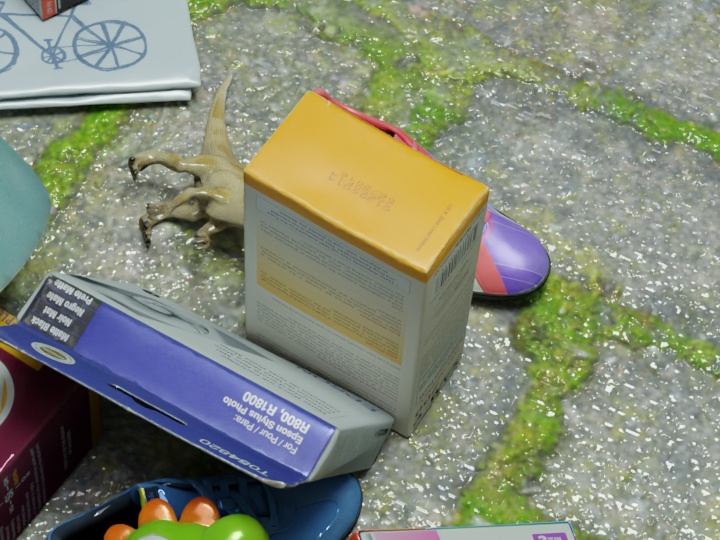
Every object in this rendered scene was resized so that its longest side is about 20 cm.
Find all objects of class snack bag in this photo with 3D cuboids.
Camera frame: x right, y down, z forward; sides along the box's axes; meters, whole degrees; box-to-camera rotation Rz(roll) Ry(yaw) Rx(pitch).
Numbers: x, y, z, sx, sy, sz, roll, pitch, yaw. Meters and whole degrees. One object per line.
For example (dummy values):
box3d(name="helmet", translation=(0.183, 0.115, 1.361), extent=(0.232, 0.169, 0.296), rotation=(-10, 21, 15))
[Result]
box3d(name="snack bag", translation=(-0.217, -0.193, 1.421), extent=(0.188, 0.021, 0.201), rotation=(-5, 53, -9))

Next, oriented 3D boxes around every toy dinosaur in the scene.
box3d(name="toy dinosaur", translation=(-0.099, -0.057, 1.319), extent=(0.101, 0.058, 0.200), rotation=(-12, 33, -12))

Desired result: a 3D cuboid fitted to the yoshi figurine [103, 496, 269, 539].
box3d(name="yoshi figurine", translation=(-0.130, 0.207, 1.077), extent=(0.199, 0.112, 0.112), rotation=(-27, 23, -1))

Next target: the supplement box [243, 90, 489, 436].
box3d(name="supplement box", translation=(0.000, 0.000, 1.195), extent=(0.126, 0.200, 0.074), rotation=(29, 61, 14))

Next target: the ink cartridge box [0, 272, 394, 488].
box3d(name="ink cartridge box", translation=(-0.092, 0.061, 1.159), extent=(0.199, 0.200, 0.041), rotation=(27, 95, 13))

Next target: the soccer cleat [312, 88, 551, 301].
box3d(name="soccer cleat", translation=(0.037, -0.049, 1.308), extent=(0.200, 0.073, 0.068), rotation=(31, 59, 17))

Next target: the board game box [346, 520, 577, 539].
box3d(name="board game box", translation=(0.080, 0.237, 1.098), extent=(0.152, 0.040, 0.201), rotation=(3, 53, -31))

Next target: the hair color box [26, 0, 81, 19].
box3d(name="hair color box", translation=(-0.257, -0.284, 1.404), extent=(0.064, 0.111, 0.200), rotation=(-31, 60, -25))

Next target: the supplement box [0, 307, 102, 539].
box3d(name="supplement box", translation=(-0.254, 0.119, 1.162), extent=(0.110, 0.086, 0.200), rotation=(30, 58, 15))

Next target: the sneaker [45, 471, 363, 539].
box3d(name="sneaker", translation=(-0.089, 0.149, 1.161), extent=(0.199, 0.079, 0.066), rotation=(-15, 56, -16))

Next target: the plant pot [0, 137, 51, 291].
box3d(name="plant pot", translation=(-0.305, -0.044, 1.186), extent=(0.199, 0.135, 0.200), rotation=(-23, 30, 14))
